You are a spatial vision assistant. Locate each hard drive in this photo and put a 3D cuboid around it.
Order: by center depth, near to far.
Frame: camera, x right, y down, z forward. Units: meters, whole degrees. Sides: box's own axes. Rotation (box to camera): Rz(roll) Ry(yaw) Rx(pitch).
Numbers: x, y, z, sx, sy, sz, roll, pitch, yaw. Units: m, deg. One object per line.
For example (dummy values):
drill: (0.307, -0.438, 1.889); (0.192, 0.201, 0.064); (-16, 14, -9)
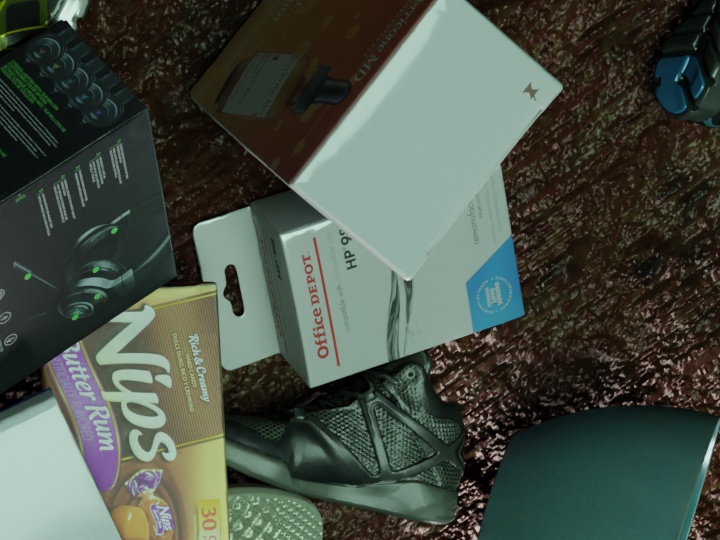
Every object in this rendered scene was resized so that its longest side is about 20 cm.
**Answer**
hard drive: (-0.252, 0.172, 1.549); (0.199, 0.025, 0.133); (-25, 111, -6)

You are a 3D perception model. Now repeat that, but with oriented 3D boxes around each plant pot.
plant pot: (0.156, 0.178, 1.759); (0.134, 0.200, 0.201); (16, 105, 10)

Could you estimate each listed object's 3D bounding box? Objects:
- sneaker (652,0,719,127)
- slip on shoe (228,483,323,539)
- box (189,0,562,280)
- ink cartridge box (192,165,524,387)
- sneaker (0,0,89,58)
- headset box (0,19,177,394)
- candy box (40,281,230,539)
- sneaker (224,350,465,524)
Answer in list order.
sneaker: (0.271, -0.191, 1.728); (0.082, 0.073, 0.201); (13, 110, -43)
slip on shoe: (-0.122, 0.175, 1.698); (0.199, 0.061, 0.075); (-5, 106, -17)
box: (0.005, -0.111, 1.564); (0.106, 0.200, 0.153); (38, 92, -29)
ink cartridge box: (0.000, 0.000, 1.679); (0.199, 0.067, 0.117); (-19, 116, -15)
sneaker: (-0.233, -0.141, 1.527); (0.084, 0.074, 0.201); (31, 95, -28)
headset box: (-0.209, -0.028, 1.510); (0.199, 0.093, 0.175); (-35, 151, -18)
candy box: (-0.144, 0.109, 1.620); (0.116, 0.056, 0.202); (-2, 91, -7)
sneaker: (-0.018, 0.098, 1.708); (0.198, 0.076, 0.115); (12, 90, -17)
